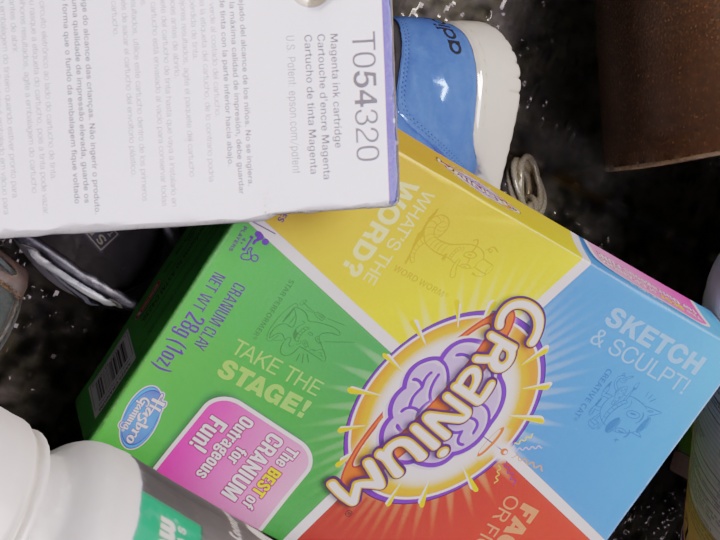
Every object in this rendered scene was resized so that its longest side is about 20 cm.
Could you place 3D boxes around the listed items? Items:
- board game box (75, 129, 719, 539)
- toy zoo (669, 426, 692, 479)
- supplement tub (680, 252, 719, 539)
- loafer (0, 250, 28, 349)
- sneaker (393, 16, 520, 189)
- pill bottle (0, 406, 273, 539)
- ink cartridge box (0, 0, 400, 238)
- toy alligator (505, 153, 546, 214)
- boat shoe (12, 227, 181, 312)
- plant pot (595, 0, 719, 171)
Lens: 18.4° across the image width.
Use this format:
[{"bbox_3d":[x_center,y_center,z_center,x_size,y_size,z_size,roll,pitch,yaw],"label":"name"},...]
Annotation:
[{"bbox_3d":[0.019,0.039,0.824,0.200,0.040,0.153,28,104,-22],"label":"board game box"},{"bbox_3d":[0.226,0.010,1.022,0.131,0.020,0.200,12,97,-29],"label":"toy zoo"},{"bbox_3d":[0.207,0.057,0.902,0.145,0.145,0.200,-18,130,-22],"label":"supplement tub"},{"bbox_3d":[-0.194,-0.034,0.778,0.200,0.072,0.063,51,60,-34],"label":"loafer"},{"bbox_3d":[-0.001,0.000,0.869,0.111,0.077,0.200,1,98,-33],"label":"sneaker"},{"bbox_3d":[-0.080,0.130,0.771,0.200,0.113,0.113,33,87,-23],"label":"pill bottle"},{"bbox_3d":[-0.091,-0.111,0.724,0.199,0.043,0.197,-4,99,-12],"label":"ink cartridge box"},{"bbox_3d":[0.063,0.054,0.931,0.059,0.054,0.201,1,80,-56],"label":"toy alligator"},{"bbox_3d":[-0.132,-0.057,0.794,0.072,0.068,0.200,-43,118,-11],"label":"boat shoe"},{"bbox_3d":[0.168,-0.155,0.877,0.187,0.187,0.200,-13,93,-24],"label":"plant pot"}]
